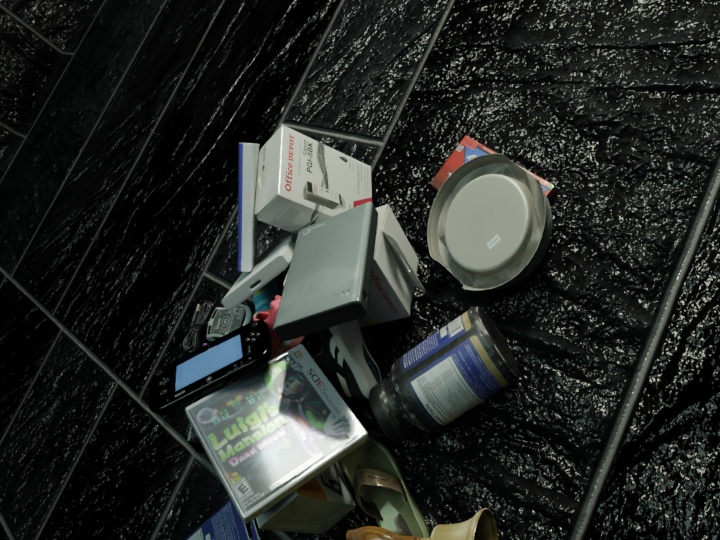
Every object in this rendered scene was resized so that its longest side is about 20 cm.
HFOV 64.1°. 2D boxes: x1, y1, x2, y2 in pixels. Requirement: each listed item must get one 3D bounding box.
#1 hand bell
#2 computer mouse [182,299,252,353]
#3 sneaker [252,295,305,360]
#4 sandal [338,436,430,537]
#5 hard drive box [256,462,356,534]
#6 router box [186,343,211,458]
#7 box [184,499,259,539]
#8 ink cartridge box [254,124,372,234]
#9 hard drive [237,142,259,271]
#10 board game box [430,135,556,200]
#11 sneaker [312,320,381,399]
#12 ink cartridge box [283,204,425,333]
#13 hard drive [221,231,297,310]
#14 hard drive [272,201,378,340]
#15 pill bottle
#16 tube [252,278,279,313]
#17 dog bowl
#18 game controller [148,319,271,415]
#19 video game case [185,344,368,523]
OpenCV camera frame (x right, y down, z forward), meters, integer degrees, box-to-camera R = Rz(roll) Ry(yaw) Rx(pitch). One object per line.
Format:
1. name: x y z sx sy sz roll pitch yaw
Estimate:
1. hand bell: 0.068 0.352 0.733 0.194 0.104 0.108 -8 63 30
2. computer mouse: -0.273 0.112 1.141 0.195 0.044 0.113 -4 61 40
3. sneaker: -0.148 0.107 0.954 0.200 0.086 0.074 -47 7 40
4. sandal: 0.029 0.316 0.811 0.080 0.057 0.202 -49 52 11
5. hard drive box: -0.110 0.278 0.868 0.076 0.155 0.202 -40 52 10
6. router box: -0.246 0.227 0.972 0.049 0.201 0.154 6 66 -7
7. box: -0.233 0.470 0.943 0.199 0.032 0.122 -43 51 13
8. ink cartridge box: -0.077 -0.139 1.008 0.082 0.195 0.151 -32 50 45
9. hard drive: -0.193 -0.113 0.993 0.024 0.132 0.208 2 101 -6
10. board game box: 0.208 -0.135 0.930 0.104 0.019 0.200 -52 49 5
11. sneaker: -0.051 0.118 0.886 0.109 0.205 0.073 -12 21 27
12. ink cartridge box: 0.000 0.000 0.924 0.195 0.130 0.128 -14 40 28
13. hard drive: -0.165 -0.009 1.008 0.130 0.027 0.201 -37 13 12
14. hard drive: -0.044 -0.003 0.824 0.136 0.033 0.204 -20 38 24
15. pill bottle: 0.111 0.150 0.800 0.198 0.111 0.114 -36 52 16
16. tube: -0.162 0.106 1.065 0.077 0.050 0.205 -34 57 26
17. dog bowl: 0.194 -0.066 0.858 0.196 0.058 0.208 -13 70 40
18. game controller: -0.221 0.142 0.853 0.195 0.043 0.105 -27 21 -3
19. video game case: -0.117 0.213 0.797 0.196 0.024 0.182 -26 53 -26
